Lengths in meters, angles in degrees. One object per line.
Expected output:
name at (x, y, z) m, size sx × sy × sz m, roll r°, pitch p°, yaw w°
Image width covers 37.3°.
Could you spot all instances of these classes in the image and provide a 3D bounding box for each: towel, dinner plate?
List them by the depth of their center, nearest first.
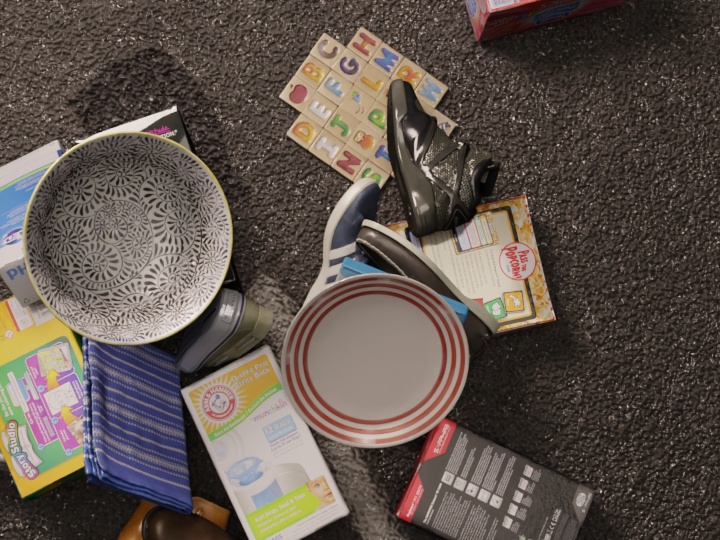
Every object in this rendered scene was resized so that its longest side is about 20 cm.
dinner plate at (0.015, 0.094, 1.120) m, size 0.197 × 0.024 × 0.203 m, roll -1°, pitch 113°, yaw -2°
towel at (-0.233, 0.150, 1.125) m, size 0.024 × 0.144 × 0.202 m, roll -31°, pitch 49°, yaw 23°

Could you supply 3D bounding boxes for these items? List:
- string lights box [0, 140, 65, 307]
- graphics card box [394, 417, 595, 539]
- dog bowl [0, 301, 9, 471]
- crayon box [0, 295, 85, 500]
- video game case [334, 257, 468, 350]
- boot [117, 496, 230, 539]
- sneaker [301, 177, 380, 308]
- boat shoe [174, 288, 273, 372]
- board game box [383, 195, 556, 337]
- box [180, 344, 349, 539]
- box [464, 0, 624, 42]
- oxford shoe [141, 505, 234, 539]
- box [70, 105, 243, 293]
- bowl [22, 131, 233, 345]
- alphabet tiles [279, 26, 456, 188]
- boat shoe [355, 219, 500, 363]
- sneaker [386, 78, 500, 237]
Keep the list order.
string lights box at (-0.349, -0.056, 1.164) m, size 0.102 × 0.059 × 0.200 m, roll -27°, pitch 39°, yaw -6°
graphics card box at (0.151, 0.262, 1.205) m, size 0.198 × 0.051 × 0.127 m, roll 24°, pitch 80°, yaw 2°
dog bowl at (-0.378, 0.125, 1.193) m, size 0.197 × 0.059 × 0.203 m, roll 1°, pitch 80°, yaw -3°
crayon box at (-0.339, 0.126, 1.136) m, size 0.118 × 0.058 × 0.202 m, roll -26°, pitch 83°, yaw -7°
video game case at (0.019, 0.089, 1.170) m, size 0.141 × 0.201 × 0.018 m, roll 22°, pitch 38°, yaw 0°
boot at (-0.173, 0.331, 1.166) m, size 0.200 × 0.071 × 0.145 m, roll 29°, pitch 76°, yaw 0°
sneaker at (0.000, 0.000, 1.194) m, size 0.084 × 0.075 × 0.202 m, roll 27°, pitch 112°, yaw 26°
boat shoe at (-0.151, 0.075, 1.150) m, size 0.061 × 0.200 × 0.073 m, roll 23°, pitch 68°, yaw -16°
board game box at (0.113, 0.009, 1.247) m, size 0.197 × 0.046 × 0.154 m, roll -11°, pitch 81°, yaw -5°
box at (-0.106, 0.198, 1.174) m, size 0.111 × 0.101 × 0.202 m, roll -25°, pitch 83°, yaw -8°
box at (0.225, -0.362, 1.292) m, size 0.197 × 0.095 × 0.104 m, roll -16°, pitch 82°, yaw -6°
oxford shoe at (-0.140, 0.310, 1.113) m, size 0.199 × 0.084 × 0.073 m, roll 38°, pitch 62°, yaw -7°
box at (-0.220, -0.053, 1.186) m, size 0.123 × 0.149 × 0.203 m, roll -19°, pitch 83°, yaw -5°
bowl at (-0.233, -0.033, 1.046) m, size 0.198 × 0.094 × 0.204 m, roll -2°, pitch 96°, yaw -24°
alphabet tiles at (0.009, -0.194, 1.295) m, size 0.199 × 0.006 × 0.167 m, roll 35°, pitch 81°, yaw 3°
boat shoe at (0.066, 0.025, 1.158) m, size 0.201 × 0.072 × 0.061 m, roll 40°, pitch 82°, yaw -19°
sneaker at (0.092, -0.137, 1.240) m, size 0.113 × 0.077 × 0.202 m, roll -10°, pitch 61°, yaw -10°
